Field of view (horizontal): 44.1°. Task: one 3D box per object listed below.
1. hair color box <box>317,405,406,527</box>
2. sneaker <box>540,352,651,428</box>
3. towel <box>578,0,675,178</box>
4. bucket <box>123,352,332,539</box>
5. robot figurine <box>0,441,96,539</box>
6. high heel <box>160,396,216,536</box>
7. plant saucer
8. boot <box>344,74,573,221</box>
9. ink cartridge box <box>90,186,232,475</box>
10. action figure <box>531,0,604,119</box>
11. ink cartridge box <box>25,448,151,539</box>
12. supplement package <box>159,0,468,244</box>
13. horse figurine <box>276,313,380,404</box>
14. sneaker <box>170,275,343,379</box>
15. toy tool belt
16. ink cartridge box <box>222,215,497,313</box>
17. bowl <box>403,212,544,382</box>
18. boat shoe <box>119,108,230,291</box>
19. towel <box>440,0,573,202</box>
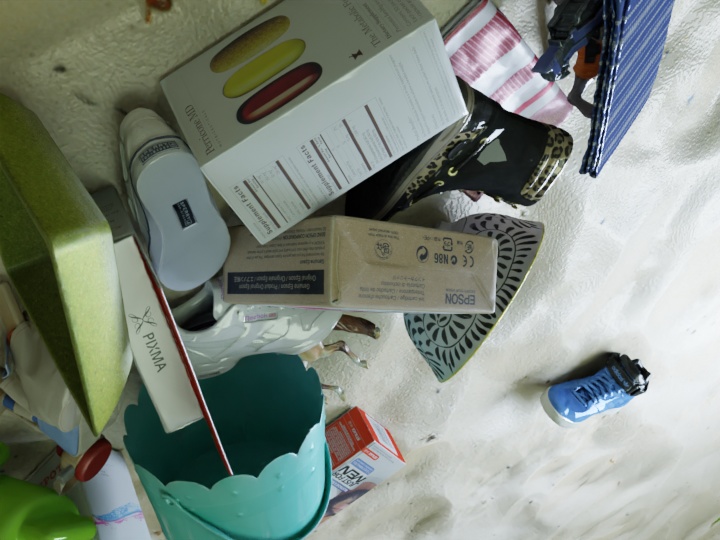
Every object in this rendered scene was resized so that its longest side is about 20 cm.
[{"bbox_3d":[-0.050,0.276,1.183,0.199,0.064,0.111,-36,143,7],"label":"hair color box"},{"bbox_3d":[0.361,0.174,1.339,0.199,0.077,0.111,2,137,-42],"label":"sneaker"},{"bbox_3d":[0.233,-0.193,0.762,0.145,0.024,0.201,-50,153,-29],"label":"towel"},{"bbox_3d":[-0.126,0.185,0.893,0.206,0.207,0.136,-18,126,-17],"label":"bucket"},{"bbox_3d":[-0.351,0.257,0.853,0.115,0.198,0.177,6,90,-63],"label":"robot figurine"},{"bbox_3d":[-0.188,0.233,1.013,0.067,0.096,0.201,-6,135,-29],"label":"high heel"},{"bbox_3d":[-0.221,-0.015,0.642,0.048,0.200,0.201,-24,143,-26],"label":"plant saucer"},{"bbox_3d":[0.087,-0.088,0.830,0.149,0.074,0.200,11,140,-30],"label":"boot"},{"bbox_3d":[-0.172,0.056,0.731,0.043,0.174,0.201,-22,126,-13],"label":"ink cartridge box"},{"bbox_3d":[0.183,-0.225,0.768,0.200,0.104,0.194,-49,141,-18],"label":"action figure"},{"bbox_3d":[-0.297,0.306,0.934,0.145,0.201,0.087,-44,144,14],"label":"ink cartridge box"},{"bbox_3d":[-0.036,-0.136,0.700,0.199,0.114,0.110,-33,144,1],"label":"supplement package"},{"bbox_3d":[-0.060,0.100,0.984,0.132,0.050,0.200,17,131,-24],"label":"horse figurine"},{"bbox_3d":[-0.101,0.042,0.880,0.199,0.075,0.100,-22,142,-13],"label":"sneaker"},{"bbox_3d":[-0.283,0.102,0.813,0.125,0.122,0.201,-48,165,-42],"label":"toy tool belt"},{"bbox_3d":[0.000,0.000,0.808,0.199,0.164,0.076,5,85,-40],"label":"ink cartridge box"},{"bbox_3d":[0.100,0.008,0.942,0.202,0.094,0.201,-57,-179,2],"label":"bowl"},{"bbox_3d":[-0.160,-0.057,0.740,0.070,0.070,0.200,-27,153,-12],"label":"boat shoe"},{"bbox_3d":[0.114,-0.157,0.856,0.144,0.023,0.200,-43,141,13],"label":"towel"}]
